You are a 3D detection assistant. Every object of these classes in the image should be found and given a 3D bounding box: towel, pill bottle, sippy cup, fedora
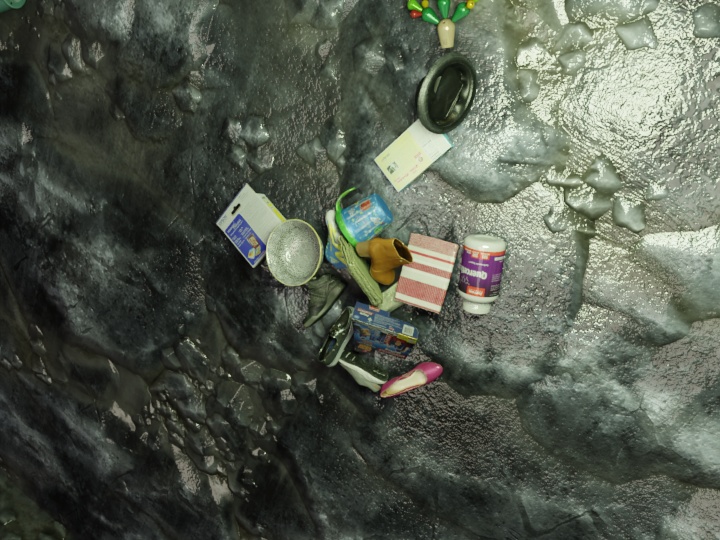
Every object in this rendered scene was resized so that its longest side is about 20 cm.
[{"bbox_3d":[0.000,0.000,1.617,0.036,0.149,0.200,-29,129,11],"label":"towel"},{"bbox_3d":[0.325,0.010,1.526,0.111,0.112,0.202,11,108,21],"label":"pill bottle"},{"bbox_3d":[0.019,-0.147,1.621,0.130,0.140,0.178,-33,130,18],"label":"sippy cup"},{"bbox_3d":[0.187,0.006,1.611,0.143,0.023,0.202,17,95,20],"label":"towel"},{"bbox_3d":[0.202,-0.457,1.448,0.091,0.199,0.202,35,121,49],"label":"fedora"}]

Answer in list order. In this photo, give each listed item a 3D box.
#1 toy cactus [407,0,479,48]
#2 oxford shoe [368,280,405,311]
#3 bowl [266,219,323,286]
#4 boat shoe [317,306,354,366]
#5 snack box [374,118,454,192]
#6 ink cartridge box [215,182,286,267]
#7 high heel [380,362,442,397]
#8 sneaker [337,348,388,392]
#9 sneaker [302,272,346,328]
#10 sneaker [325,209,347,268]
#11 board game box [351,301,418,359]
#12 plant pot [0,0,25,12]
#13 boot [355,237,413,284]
[{"bbox_3d":[0.214,-0.646,1.415,0.198,0.102,0.167,-2,113,16],"label":"toy cactus"},{"bbox_3d":[0.116,0.074,1.675,0.199,0.058,0.076,-28,76,14],"label":"oxford shoe"},{"bbox_3d":[-0.184,-0.054,1.742,0.199,0.094,0.203,0,90,27],"label":"bowl"},{"bbox_3d":[-0.072,0.203,1.754,0.068,0.056,0.202,22,89,43],"label":"boat shoe"},{"bbox_3d":[0.146,-0.323,1.557,0.200,0.037,0.117,-38,86,28],"label":"snack box"},{"bbox_3d":[-0.347,-0.146,1.831,0.200,0.047,0.198,50,119,6],"label":"ink cartridge box"},{"bbox_3d":[0.151,0.334,1.705,0.199,0.096,0.068,-19,96,28],"label":"high heel"},{"bbox_3d":[-0.012,0.317,1.791,0.199,0.074,0.080,31,120,14],"label":"sneaker"},{"bbox_3d":[-0.139,0.085,1.783,0.114,0.076,0.200,41,114,11],"label":"sneaker"},{"bbox_3d":[-0.079,-0.081,1.692,0.104,0.076,0.201,-11,114,33],"label":"sneaker"},{"bbox_3d":[0.058,0.193,1.695,0.198,0.062,0.200,18,148,-1],"label":"board game box"},{"bbox_3d":[-1.278,-0.984,1.949,0.186,0.200,0.202,7,108,7],"label":"plant pot"},{"bbox_3d":[0.088,-0.020,1.576,0.143,0.071,0.201,1,148,38],"label":"boot"}]
